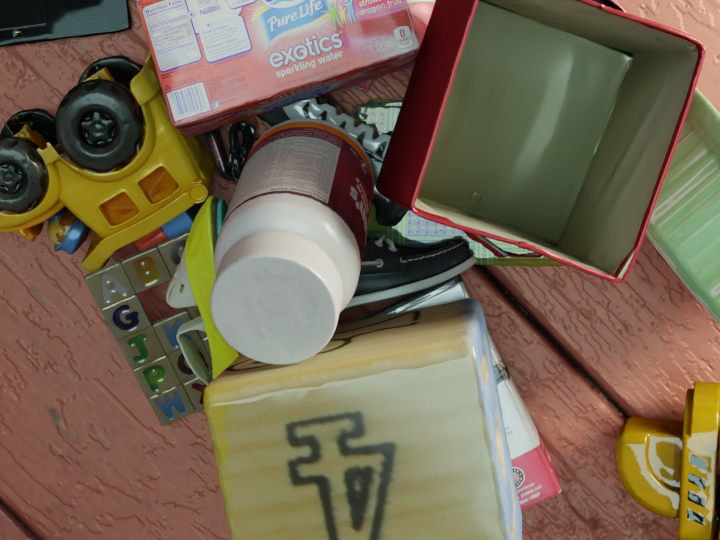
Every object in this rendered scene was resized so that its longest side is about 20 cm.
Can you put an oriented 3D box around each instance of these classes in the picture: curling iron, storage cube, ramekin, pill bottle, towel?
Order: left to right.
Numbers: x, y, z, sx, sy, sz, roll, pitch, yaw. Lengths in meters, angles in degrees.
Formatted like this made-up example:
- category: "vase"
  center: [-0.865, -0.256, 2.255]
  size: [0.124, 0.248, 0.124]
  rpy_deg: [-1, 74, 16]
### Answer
- category: "curling iron"
  center: [-0.136, -0.170, 1.092]
  size: [0.049, 0.026, 0.202]
  rpy_deg: [-25, 89, -21]
- category: "pill bottle"
  center: [-0.050, -0.025, 0.937]
  size: [0.108, 0.201, 0.111]
  rpy_deg: [3, 123, 4]
- category: "towel"
  center: [0.094, -0.077, 1.088]
  size: [0.197, 0.023, 0.146]
  rpy_deg: [1, 97, 5]
- category: "storage cube"
  center: [0.126, -0.111, 0.935]
  size: [0.169, 0.180, 0.203]
  rpy_deg: [17, 95, -9]
- category: "ramekin"
  center: [0.284, -0.043, 0.995]
  size: [0.097, 0.200, 0.201]
  rpy_deg: [-39, 93, 14]

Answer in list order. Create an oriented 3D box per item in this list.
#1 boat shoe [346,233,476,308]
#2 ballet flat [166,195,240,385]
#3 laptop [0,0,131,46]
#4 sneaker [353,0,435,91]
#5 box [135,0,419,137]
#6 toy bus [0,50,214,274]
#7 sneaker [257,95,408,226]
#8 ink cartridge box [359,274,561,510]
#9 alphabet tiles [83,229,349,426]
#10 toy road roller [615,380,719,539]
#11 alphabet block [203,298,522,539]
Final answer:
- category: "boat shoe"
  center: [0.000, 0.000, 1.047]
  size: [0.197, 0.074, 0.061]
  rpy_deg: [-17, 91, -8]
- category: "ballet flat"
  center: [-0.125, 0.034, 1.040]
  size: [0.066, 0.067, 0.202]
  rpy_deg: [-7, 122, 7]
- category: "laptop"
  center: [-0.301, -0.296, 1.048]
  size: [0.174, 0.103, 0.203]
  rpy_deg: [-6, 96, 5]
- category: "sneaker"
  center: [-0.023, -0.191, 1.057]
  size: [0.197, 0.074, 0.088]
  rpy_deg: [-12, 97, 5]
- category: "box"
  center: [-0.062, -0.184, 0.971]
  size: [0.197, 0.095, 0.104]
  rpy_deg: [-18, 91, -1]
- category: "toy bus"
  center: [-0.216, -0.066, 1.067]
  size: [0.198, 0.136, 0.193]
  rpy_deg: [-29, 111, 7]
- category: "sneaker"
  center: [-0.034, -0.100, 1.054]
  size: [0.198, 0.066, 0.091]
  rpy_deg: [27, 98, 5]
- category: "ink cartridge box"
  center: [0.066, 0.122, 1.081]
  size: [0.143, 0.084, 0.202]
  rpy_deg: [-26, 95, 7]
- category: "alphabet tiles"
  center: [-0.114, 0.033, 1.081]
  size: [0.198, 0.008, 0.169]
  rpy_deg: [-23, 121, -2]
- category: "toy road roller"
  center: [0.289, 0.196, 1.061]
  size: [0.144, 0.123, 0.203]
  rpy_deg: [4, 95, 17]
- category: "alphabet block"
  center: [0.011, 0.145, 0.950]
  size: [0.197, 0.195, 0.200]
  rpy_deg: [-11, 95, 9]
